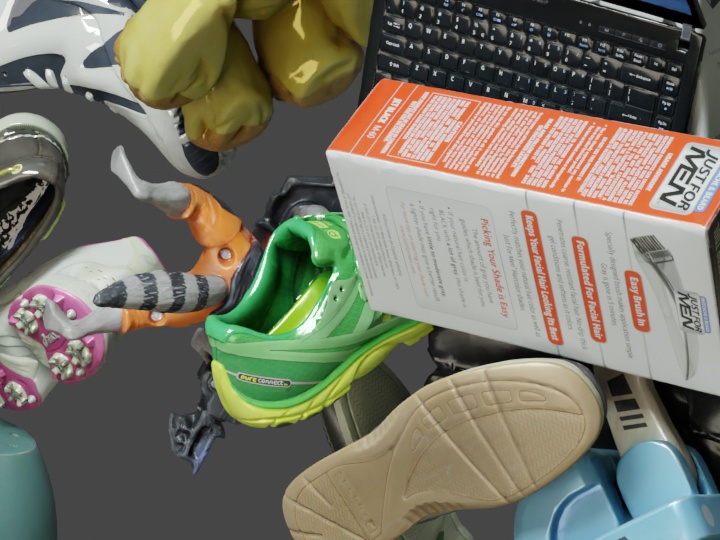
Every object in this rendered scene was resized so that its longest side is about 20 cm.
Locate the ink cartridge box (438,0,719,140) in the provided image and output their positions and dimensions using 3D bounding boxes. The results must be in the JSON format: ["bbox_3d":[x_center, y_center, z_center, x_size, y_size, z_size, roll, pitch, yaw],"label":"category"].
[{"bbox_3d":[0.116,-0.159,1.113,0.144,0.084,0.201,2,106,28],"label":"ink cartridge box"}]

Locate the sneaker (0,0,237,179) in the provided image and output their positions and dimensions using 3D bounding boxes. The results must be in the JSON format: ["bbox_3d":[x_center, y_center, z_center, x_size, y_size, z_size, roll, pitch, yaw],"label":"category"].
[{"bbox_3d":[-0.161,-0.118,1.279,0.129,0.079,0.200,-37,90,36],"label":"sneaker"}]

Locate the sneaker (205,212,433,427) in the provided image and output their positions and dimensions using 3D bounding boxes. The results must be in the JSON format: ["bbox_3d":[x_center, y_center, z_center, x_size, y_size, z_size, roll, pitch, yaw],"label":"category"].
[{"bbox_3d":[0.000,0.000,1.164,0.074,0.200,0.084,21,144,46],"label":"sneaker"}]

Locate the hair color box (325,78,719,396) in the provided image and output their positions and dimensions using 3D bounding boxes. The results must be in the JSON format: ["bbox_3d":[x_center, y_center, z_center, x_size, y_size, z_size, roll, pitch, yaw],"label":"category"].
[{"bbox_3d":[0.092,-0.018,1.057,0.199,0.064,0.111,15,140,29],"label":"hair color box"}]

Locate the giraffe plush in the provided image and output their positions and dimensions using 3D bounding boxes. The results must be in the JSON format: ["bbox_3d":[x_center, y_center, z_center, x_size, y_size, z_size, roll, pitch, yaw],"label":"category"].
[{"bbox_3d":[-0.079,-0.190,1.177,0.172,0.200,0.163,-29,60,-6],"label":"giraffe plush"}]

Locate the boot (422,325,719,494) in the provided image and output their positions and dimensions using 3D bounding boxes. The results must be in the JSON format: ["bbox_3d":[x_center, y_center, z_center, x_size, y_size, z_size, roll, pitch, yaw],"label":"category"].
[{"bbox_3d":[0.125,0.104,1.193,0.199,0.066,0.166,13,99,19],"label":"boot"}]

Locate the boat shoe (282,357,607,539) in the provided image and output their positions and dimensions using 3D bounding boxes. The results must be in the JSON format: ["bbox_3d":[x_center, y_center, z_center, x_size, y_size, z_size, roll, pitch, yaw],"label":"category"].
[{"bbox_3d":[0.046,0.089,1.116,0.200,0.065,0.072,-33,91,35],"label":"boat shoe"}]

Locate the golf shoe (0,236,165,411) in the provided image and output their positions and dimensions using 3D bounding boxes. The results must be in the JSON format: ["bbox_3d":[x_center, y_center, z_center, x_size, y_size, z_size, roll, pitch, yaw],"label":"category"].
[{"bbox_3d":[-0.187,0.031,1.343,0.199,0.092,0.076,-16,113,52],"label":"golf shoe"}]

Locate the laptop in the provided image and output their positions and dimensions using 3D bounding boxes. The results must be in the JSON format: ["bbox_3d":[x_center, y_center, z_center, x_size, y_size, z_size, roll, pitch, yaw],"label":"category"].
[{"bbox_3d":[0.063,-0.101,1.049,0.176,0.103,0.201,20,115,22],"label":"laptop"}]

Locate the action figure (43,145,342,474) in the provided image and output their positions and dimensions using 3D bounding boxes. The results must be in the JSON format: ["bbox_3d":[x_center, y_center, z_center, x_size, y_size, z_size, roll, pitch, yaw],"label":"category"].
[{"bbox_3d":[-0.074,0.035,1.227,0.192,0.105,0.201,15,107,-23],"label":"action figure"}]

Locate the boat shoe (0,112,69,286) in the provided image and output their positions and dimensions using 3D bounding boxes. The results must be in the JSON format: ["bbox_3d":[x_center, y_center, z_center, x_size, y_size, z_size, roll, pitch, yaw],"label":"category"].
[{"bbox_3d":[-0.246,-0.006,1.298,0.072,0.061,0.201,34,110,-29],"label":"boat shoe"}]

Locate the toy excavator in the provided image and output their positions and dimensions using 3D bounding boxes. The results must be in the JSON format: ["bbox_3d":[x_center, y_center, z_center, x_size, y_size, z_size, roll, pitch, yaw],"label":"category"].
[{"bbox_3d":[0.138,0.100,1.112,0.194,0.100,0.201,-31,74,23],"label":"toy excavator"}]

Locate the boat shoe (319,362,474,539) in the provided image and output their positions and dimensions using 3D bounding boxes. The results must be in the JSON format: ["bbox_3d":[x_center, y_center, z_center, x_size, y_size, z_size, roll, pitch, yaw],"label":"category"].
[{"bbox_3d":[0.013,0.136,1.242,0.067,0.072,0.201,-5,121,34],"label":"boat shoe"}]

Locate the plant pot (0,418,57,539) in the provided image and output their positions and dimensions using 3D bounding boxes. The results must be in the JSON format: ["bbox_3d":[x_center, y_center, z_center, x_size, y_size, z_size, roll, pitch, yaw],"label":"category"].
[{"bbox_3d":[-0.278,0.169,1.361,0.199,0.200,0.162,16,97,23],"label":"plant pot"}]
